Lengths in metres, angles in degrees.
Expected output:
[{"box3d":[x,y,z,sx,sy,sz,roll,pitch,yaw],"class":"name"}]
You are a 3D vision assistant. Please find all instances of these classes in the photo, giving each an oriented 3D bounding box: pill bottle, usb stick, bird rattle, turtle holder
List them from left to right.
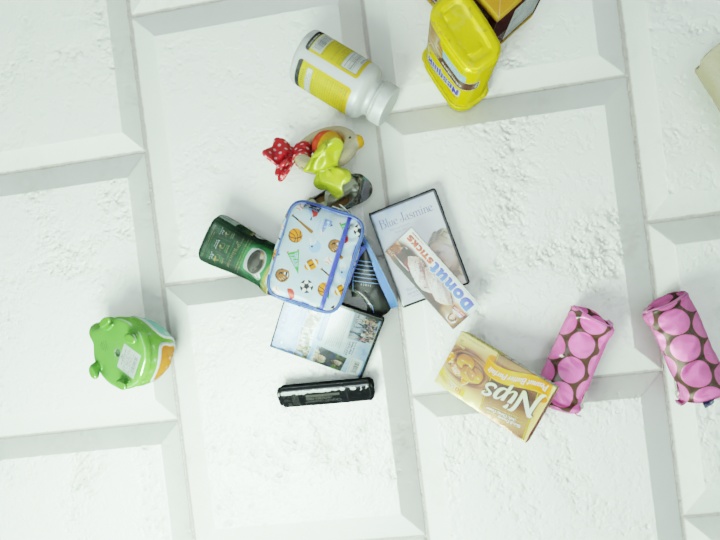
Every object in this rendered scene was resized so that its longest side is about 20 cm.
[{"box3d":[-0.462,0.161,1.049,0.184,0.131,0.142,-6,87,26],"class":"turtle holder"},{"box3d":[-0.082,-0.224,1.022,0.163,0.199,0.113,-42,129,-23],"class":"bird rattle"},{"box3d":[-0.069,0.248,1.059,0.198,0.033,0.056,-7,124,6],"class":"usb stick"},{"box3d":[-0.028,-0.367,1.011,0.199,0.111,0.112,33,94,5],"class":"pill bottle"}]

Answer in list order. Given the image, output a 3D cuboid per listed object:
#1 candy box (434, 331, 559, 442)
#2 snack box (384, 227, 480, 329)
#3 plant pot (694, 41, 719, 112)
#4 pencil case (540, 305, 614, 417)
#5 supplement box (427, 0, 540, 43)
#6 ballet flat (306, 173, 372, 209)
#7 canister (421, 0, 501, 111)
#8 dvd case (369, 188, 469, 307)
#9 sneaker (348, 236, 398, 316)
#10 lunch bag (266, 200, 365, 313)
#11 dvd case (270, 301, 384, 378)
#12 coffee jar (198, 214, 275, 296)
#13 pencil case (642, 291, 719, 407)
[{"box3d":[0.254,0.215,0.985,0.199,0.055,0.116,31,96,27],"class":"candy box"},{"box3d":[0.138,0.014,1.009,0.072,0.024,0.200,-42,88,6],"class":"snack box"},{"box3d":[0.707,-0.334,0.913,0.200,0.200,0.184,-32,76,5],"class":"plant pot"},{"box3d":[0.408,0.171,0.989,0.093,0.090,0.202,24,96,40],"class":"pencil case"},{"box3d":[0.218,-0.528,0.939,0.133,0.200,0.198,-41,87,5],"class":"supplement box"},{"box3d":[-0.071,-0.135,1.039,0.199,0.072,0.072,-30,88,5],"class":"ballet flat"},{"box3d":[0.179,-0.390,0.945,0.086,0.200,0.149,-33,88,4],"class":"canister"},{"box3d":[0.117,-0.045,1.040,0.142,0.018,0.202,-21,89,7],"class":"dvd case"},{"box3d":[0.000,0.000,1.034,0.077,0.070,0.201,-26,89,-1],"class":"sneaker"},{"box3d":[-0.077,-0.028,0.967,0.159,0.076,0.202,18,88,-2],"class":"lunch bag"},{"box3d":[-0.067,0.122,1.034,0.198,0.018,0.144,20,111,-2],"class":"dvd case"},{"box3d":[-0.214,-0.025,1.046,0.199,0.085,0.105,27,93,4],"class":"coffee jar"},{"box3d":[0.595,0.144,0.964,0.093,0.091,0.201,-24,86,17],"class":"pencil case"}]
